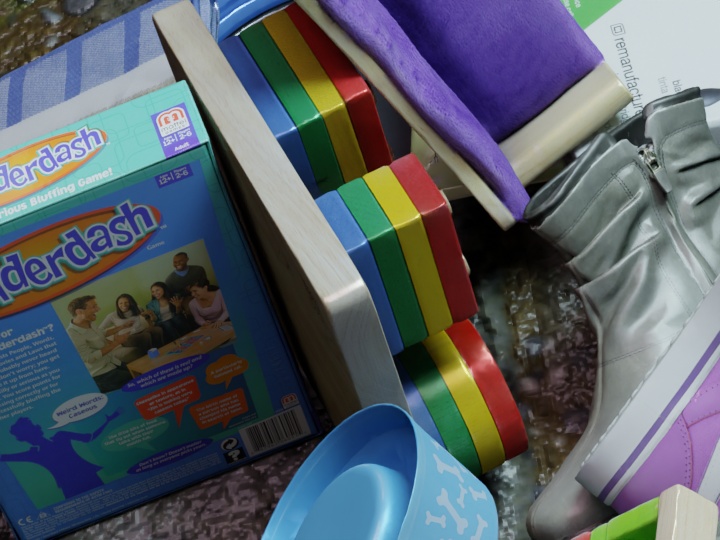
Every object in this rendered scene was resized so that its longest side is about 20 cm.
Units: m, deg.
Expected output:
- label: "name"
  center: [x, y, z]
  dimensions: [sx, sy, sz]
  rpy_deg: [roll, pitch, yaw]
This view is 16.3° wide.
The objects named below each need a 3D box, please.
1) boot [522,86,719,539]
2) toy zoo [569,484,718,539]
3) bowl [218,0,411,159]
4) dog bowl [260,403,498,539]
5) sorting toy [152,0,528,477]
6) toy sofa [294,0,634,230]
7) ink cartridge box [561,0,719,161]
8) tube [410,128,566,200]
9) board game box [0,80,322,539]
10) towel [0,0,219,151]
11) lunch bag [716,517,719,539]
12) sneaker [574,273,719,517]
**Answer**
- label: "boot"
  center: [0.108, 0.020, 1.081]
  dimensions: [0.200, 0.131, 0.068]
  rpy_deg: [-45, 13, -28]
- label: "toy zoo"
  center: [0.048, 0.167, 0.891]
  dimensions: [0.200, 0.020, 0.131]
  rpy_deg: [-34, 35, 46]
- label: "bowl"
  center: [-0.018, -0.098, 1.289]
  dimensions: [0.200, 0.039, 0.201]
  rpy_deg: [-8, 49, 10]
- label: "dog bowl"
  center: [-0.007, 0.150, 0.936]
  dimensions: [0.111, 0.050, 0.200]
  rpy_deg: [-19, 47, 58]
- label: "sorting toy"
  center: [0.000, 0.000, 1.089]
  dimensions: [0.069, 0.199, 0.200]
  rpy_deg: [-26, 48, -7]
- label: "toy sofa"
  center: [0.033, -0.116, 1.083]
  dimensions: [0.083, 0.200, 0.098]
  rpy_deg: [-40, 36, 7]
- label: "ink cartridge box"
  center: [0.192, -0.101, 1.197]
  dimensions: [0.199, 0.083, 0.147]
  rpy_deg: [-14, 48, 4]
- label: "tube"
  center: [0.055, -0.117, 1.227]
  dimensions: [0.058, 0.052, 0.200]
  rpy_deg: [-41, 40, 42]
- label: "board game box"
  center: [-0.114, 0.025, 1.103]
  dimensions: [0.152, 0.200, 0.045]
  rpy_deg: [-21, 47, -2]
- label: "towel"
  center: [-0.129, -0.040, 1.246]
  dimensions: [0.147, 0.024, 0.200]
  rpy_deg: [-23, 51, 25]
- label: "lunch bag"
  center: [0.102, 0.204, 0.922]
  dimensions: [0.167, 0.139, 0.200]
  rpy_deg: [-20, 43, 32]
- label: "sneaker"
  center: [0.185, 0.035, 0.987]
  dimensions: [0.114, 0.073, 0.201]
  rpy_deg: [36, 109, 11]
